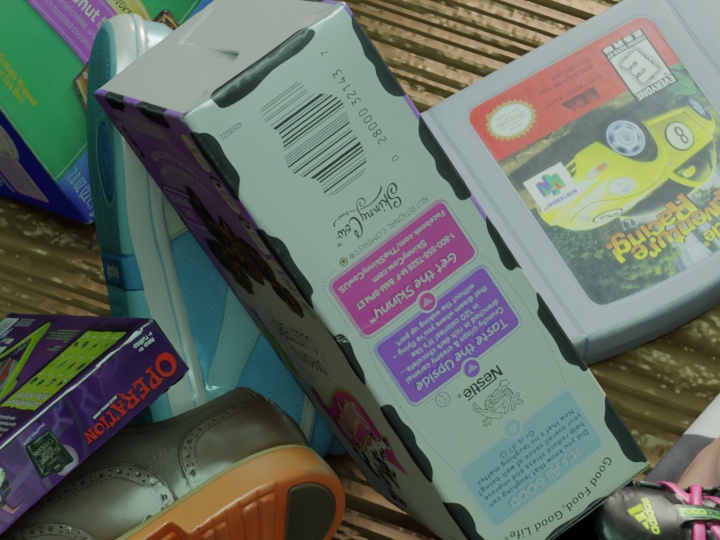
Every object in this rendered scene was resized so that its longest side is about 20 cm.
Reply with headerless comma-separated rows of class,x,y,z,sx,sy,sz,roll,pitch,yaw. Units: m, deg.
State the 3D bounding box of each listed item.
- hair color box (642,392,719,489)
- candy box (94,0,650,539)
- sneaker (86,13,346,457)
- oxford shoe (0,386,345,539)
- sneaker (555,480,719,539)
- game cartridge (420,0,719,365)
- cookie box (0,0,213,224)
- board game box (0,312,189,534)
hair color box,0.169,0.097,1.144,0.200,0.061,0.100,-46,42,-19
candy box,0.000,0.000,1.060,0.071,0.168,0.200,-37,104,-9
sneaker,-0.038,-0.012,1.175,0.130,0.080,0.201,-11,103,-12
oxford shoe,-0.108,0.106,1.074,0.199,0.071,0.073,-23,47,-17
sneaker,0.119,0.105,1.051,0.199,0.088,0.074,-26,41,5
game cartridge,0.111,-0.039,1.239,0.200,0.041,0.133,-30,74,-13
cookie box,-0.115,-0.151,1.202,0.075,0.171,0.200,18,64,39
board game box,-0.145,0.063,1.106,0.120,0.200,0.032,-37,103,-17
